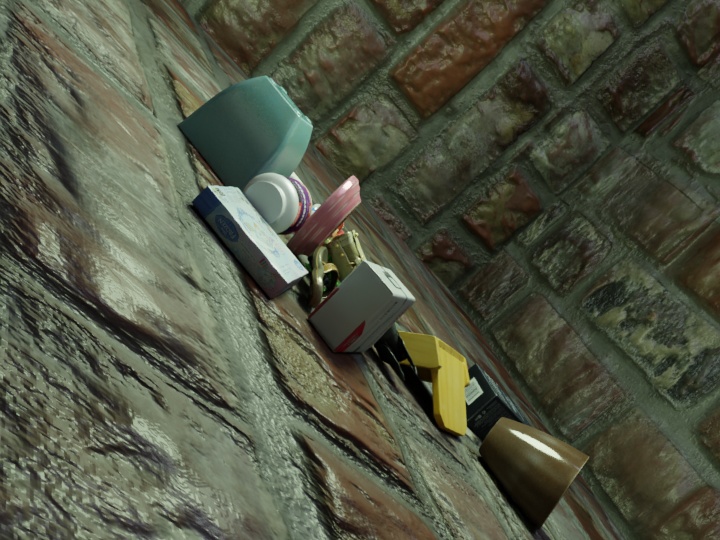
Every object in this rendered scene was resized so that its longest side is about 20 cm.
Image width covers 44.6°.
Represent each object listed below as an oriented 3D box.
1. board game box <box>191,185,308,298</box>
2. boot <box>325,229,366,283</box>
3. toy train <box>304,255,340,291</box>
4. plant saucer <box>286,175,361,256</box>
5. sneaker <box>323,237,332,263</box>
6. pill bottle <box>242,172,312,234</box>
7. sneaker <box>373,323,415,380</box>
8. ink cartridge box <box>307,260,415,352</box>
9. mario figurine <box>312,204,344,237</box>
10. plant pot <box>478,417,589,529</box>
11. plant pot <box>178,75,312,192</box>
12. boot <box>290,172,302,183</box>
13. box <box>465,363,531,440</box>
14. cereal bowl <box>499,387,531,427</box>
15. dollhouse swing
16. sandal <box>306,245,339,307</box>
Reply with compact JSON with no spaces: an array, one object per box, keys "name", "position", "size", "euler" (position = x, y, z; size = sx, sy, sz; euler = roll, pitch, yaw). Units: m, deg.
[{"name":"board game box","position":[-0.179,-0.051,1.466],"size":[0.200,0.043,0.200],"euler":[49,7,1]},{"name":"boot","position":[0.000,0.000,1.744],"size":[0.199,0.072,0.159],"euler":[8,-60,68]},{"name":"toy train","position":[-0.048,0.049,1.757],"size":[0.201,0.041,0.057],"euler":[54,-2,26]},{"name":"plant saucer","position":[-0.066,-0.099,1.741],"size":[0.051,0.201,0.201],"euler":[43,8,-1]},{"name":"sneaker","position":[-0.044,-0.022,1.976],"size":[0.200,0.076,0.084],"euler":[46,12,-29]},{"name":"pill bottle","position":[-0.161,-0.125,1.664],"size":[0.113,0.112,0.200],"euler":[49,8,3]},{"name":"sneaker","position":[0.043,0.138,1.770],"size":[0.199,0.059,0.106],"euler":[31,-34,62]},{"name":"ink cartridge box","position":[0.007,0.068,1.571],"size":[0.084,0.145,0.200],"euler":[47,7,14]},{"name":"mario figurine","position":[-0.104,-0.129,2.011],"size":[0.199,0.105,0.126],"euler":[34,46,-38]},{"name":"plant pot","position":[0.359,0.416,1.893],"size":[0.199,0.189,0.187],"euler":[36,4,18]},{"name":"plant pot","position":[-0.211,-0.278,1.785],"size":[0.197,0.200,0.196],"euler":[49,8,8]},{"name":"boot","position":[-0.199,-0.210,1.952],"size":[0.073,0.090,0.201],"euler":[40,9,-35]},{"name":"box","position":[0.327,0.355,2.172],"size":[0.200,0.104,0.149],"euler":[46,8,-28]},{"name":"cereal bowl","position":[0.399,0.410,2.370],"size":[0.201,0.083,0.200],"euler":[52,3,-4]},{"name":"dollhouse swing","position":[0.136,0.244,1.879],"size":[0.178,0.180,0.200],"euler":[6,-14,27]},{"name":"sandal","position":[-0.066,0.016,1.621],"size":[0.053,0.082,0.201],"euler":[7,18,-3]}]
